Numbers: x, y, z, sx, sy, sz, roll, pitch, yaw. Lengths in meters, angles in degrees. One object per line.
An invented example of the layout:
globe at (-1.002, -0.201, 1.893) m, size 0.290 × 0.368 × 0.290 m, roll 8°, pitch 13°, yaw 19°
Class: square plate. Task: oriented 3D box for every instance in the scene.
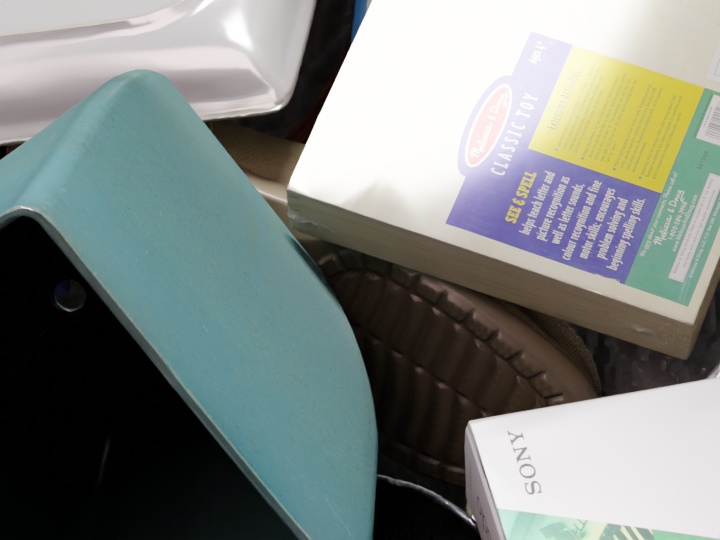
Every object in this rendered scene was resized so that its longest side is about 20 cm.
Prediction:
square plate at (-0.102, -0.121, 1.036) m, size 0.197 × 0.028 × 0.200 m, roll -5°, pitch 45°, yaw 19°

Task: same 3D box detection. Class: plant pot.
plant pot at (-0.080, 0.033, 0.855) m, size 0.141 × 0.141 × 0.200 m, roll -33°, pitch 15°, yaw 20°

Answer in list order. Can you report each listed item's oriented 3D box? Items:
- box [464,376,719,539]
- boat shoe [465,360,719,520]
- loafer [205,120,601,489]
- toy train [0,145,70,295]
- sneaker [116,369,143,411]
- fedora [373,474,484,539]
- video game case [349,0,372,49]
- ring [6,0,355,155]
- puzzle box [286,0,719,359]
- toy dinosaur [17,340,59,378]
box at (0.139, 0.082, 0.807) m, size 0.199 × 0.036 × 0.145 m, roll -11°, pitch 42°, yaw -5°
boat shoe at (0.057, 0.089, 0.912) m, size 0.065 × 0.072 × 0.200 m, roll 42°, pitch 99°, yaw 15°
loafer at (0.000, 0.000, 0.977) m, size 0.200 × 0.067 × 0.076 m, roll 33°, pitch 128°, yaw 16°
toy train at (-0.114, -0.072, 1.084) m, size 0.046 × 0.034 × 0.201 m, roll -3°, pitch 67°, yaw 15°
sneaker at (-0.102, 0.110, 0.991) m, size 0.072 × 0.083 × 0.201 m, roll 6°, pitch 73°, yaw 32°
fedora at (-0.026, 0.158, 0.864) m, size 0.200 × 0.091 × 0.201 m, roll -1°, pitch 89°, yaw 43°
video game case at (0.070, -0.127, 1.022) m, size 0.143 × 0.018 × 0.201 m, roll -2°, pitch 69°, yaw 21°
ring at (-0.060, -0.092, 1.092) m, size 0.200 × 0.019 × 0.201 m, roll -11°, pitch 66°, yaw 26°
puzzle box at (0.073, -0.079, 0.945) m, size 0.133 × 0.025 × 0.200 m, roll 19°, pitch 63°, yaw 11°
toy dinosaur at (-0.132, 0.071, 0.977) m, size 0.058 × 0.200 × 0.101 m, roll 6°, pitch 107°, yaw 6°
